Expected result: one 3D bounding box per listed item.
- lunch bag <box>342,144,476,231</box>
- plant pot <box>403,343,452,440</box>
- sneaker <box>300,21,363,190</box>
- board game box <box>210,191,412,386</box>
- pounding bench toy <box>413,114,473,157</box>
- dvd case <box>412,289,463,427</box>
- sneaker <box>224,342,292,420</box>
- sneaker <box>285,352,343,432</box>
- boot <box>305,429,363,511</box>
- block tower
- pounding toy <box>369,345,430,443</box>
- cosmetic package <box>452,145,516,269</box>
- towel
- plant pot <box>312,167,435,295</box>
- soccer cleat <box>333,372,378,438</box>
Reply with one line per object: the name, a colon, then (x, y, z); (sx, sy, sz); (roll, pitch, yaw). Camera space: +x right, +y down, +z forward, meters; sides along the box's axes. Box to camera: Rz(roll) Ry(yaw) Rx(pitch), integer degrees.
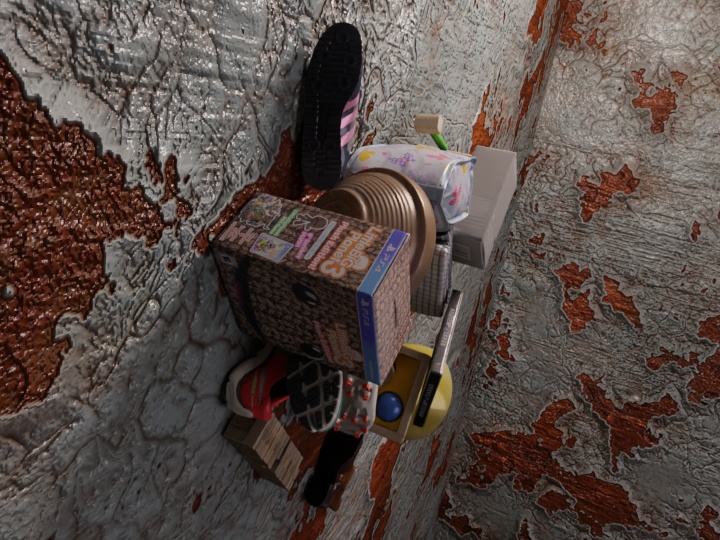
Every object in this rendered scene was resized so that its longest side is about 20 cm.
lunch bag: (0.079, -0.134, 0.949); (0.200, 0.168, 0.129); (-25, 125, -66)
plant pot: (0.067, 0.235, 1.222); (0.141, 0.199, 0.202); (29, 78, -44)
sneaker: (-0.036, -0.208, 0.761); (0.082, 0.069, 0.203); (-64, 168, -73)
board game box: (-0.049, 0.020, 0.688); (0.097, 0.198, 0.161); (-57, 154, -36)
pounding bench toy: (0.140, -0.197, 1.123); (0.156, 0.123, 0.203); (-34, 137, -60)
dvd case: (0.138, 0.153, 1.049); (0.201, 0.024, 0.152); (-65, 169, -47)
sneaker: (-0.099, 0.138, 0.812); (0.200, 0.084, 0.078); (-46, 148, -51)
sneaker: (-0.047, 0.116, 0.772); (0.080, 0.077, 0.202); (51, 24, -44)
boot: (-0.030, 0.406, 1.229); (0.200, 0.068, 0.190); (61, 49, -64)
block tower: (-0.135, 0.254, 0.852); (0.201, 0.057, 0.054); (80, 33, -54)
pounding toy: (0.022, 0.177, 1.061); (0.142, 0.182, 0.202); (74, 36, -76)
cosmetic package: (0.222, -0.118, 1.099); (0.202, 0.089, 0.107); (-63, 155, -20)
towel: (0.083, -0.015, 1.060); (0.201, 0.164, 0.086); (84, 27, -49)
plant pot: (-0.009, -0.045, 0.781); (0.092, 0.199, 0.203); (14, 93, -50)
soccer cleat: (-0.002, 0.187, 0.910); (0.201, 0.068, 0.078); (101, 6, -48)
